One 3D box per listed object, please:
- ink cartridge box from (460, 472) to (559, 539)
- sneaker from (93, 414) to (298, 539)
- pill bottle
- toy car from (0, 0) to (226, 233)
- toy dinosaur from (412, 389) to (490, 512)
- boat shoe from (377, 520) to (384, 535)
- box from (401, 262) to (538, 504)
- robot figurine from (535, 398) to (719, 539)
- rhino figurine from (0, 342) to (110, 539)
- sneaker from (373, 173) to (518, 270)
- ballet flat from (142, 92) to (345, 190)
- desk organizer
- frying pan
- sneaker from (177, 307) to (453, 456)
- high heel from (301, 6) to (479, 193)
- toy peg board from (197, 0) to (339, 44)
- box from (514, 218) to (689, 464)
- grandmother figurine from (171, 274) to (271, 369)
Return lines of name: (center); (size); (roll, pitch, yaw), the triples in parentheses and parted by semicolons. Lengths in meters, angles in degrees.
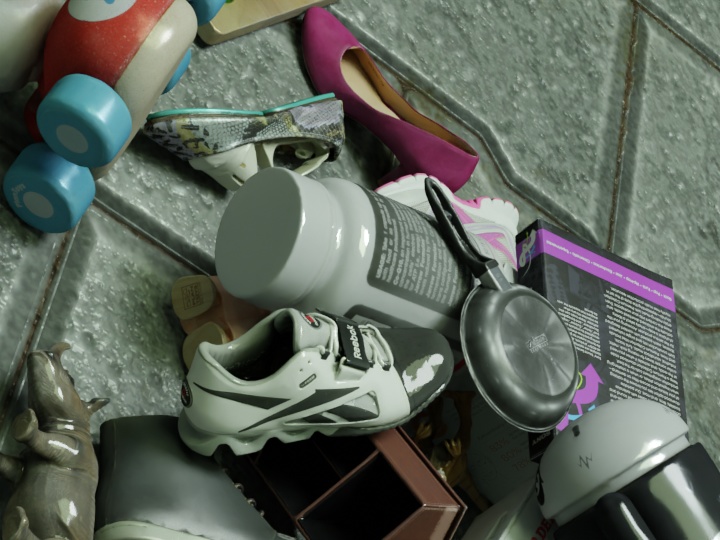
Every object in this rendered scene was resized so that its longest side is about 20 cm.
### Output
ink cartridge box: (0.147, 0.264, 1.536); (0.200, 0.084, 0.146); (50, 34, -4)
sneaker: (-0.089, 0.164, 1.469); (0.199, 0.075, 0.107); (22, 48, -32)
pill bottle: (0.000, 0.000, 1.562); (0.199, 0.114, 0.115); (22, 49, -39)
toy car: (-0.227, -0.168, 1.513); (0.199, 0.177, 0.185); (34, 54, -5)
toy dinosaur: (0.062, 0.142, 1.617); (0.200, 0.060, 0.107); (15, 77, -72)
boat shoe: (0.020, 0.194, 1.557); (0.068, 0.072, 0.201); (17, 52, -35)
box: (0.136, 0.111, 1.692); (0.200, 0.124, 0.098); (39, 41, -18)
robot figurine: (0.203, 0.187, 1.491); (0.124, 0.150, 0.201); (-27, 81, -27)
rhino figurine: (-0.202, 0.130, 1.392); (0.087, 0.059, 0.201); (43, 36, -40)
sneaker: (0.063, -0.016, 1.744); (0.199, 0.081, 0.089); (8, 55, -40)
ballet flat: (-0.082, -0.097, 1.674); (0.199, 0.072, 0.072); (-10, 70, -47)
desk organizer: (-0.018, 0.131, 1.499); (0.077, 0.072, 0.200); (8, 27, -37)
frying pan: (0.110, 0.023, 1.555); (0.114, 0.031, 0.192); (9, 63, -43)
sneaker: (-0.023, 0.062, 1.448); (0.199, 0.089, 0.074); (-14, 45, -23)
high heel: (0.026, -0.148, 1.790); (0.067, 0.096, 0.201); (-24, 81, -50)
toy peg board: (-0.093, -0.313, 1.785); (0.199, 0.098, 0.201); (-27, 82, -50)
box: (0.184, 0.072, 1.641); (0.142, 0.036, 0.201); (23, 48, -30)
grandmother figurine: (-0.053, 0.028, 1.621); (0.199, 0.060, 0.122); (-1, 84, -49)
